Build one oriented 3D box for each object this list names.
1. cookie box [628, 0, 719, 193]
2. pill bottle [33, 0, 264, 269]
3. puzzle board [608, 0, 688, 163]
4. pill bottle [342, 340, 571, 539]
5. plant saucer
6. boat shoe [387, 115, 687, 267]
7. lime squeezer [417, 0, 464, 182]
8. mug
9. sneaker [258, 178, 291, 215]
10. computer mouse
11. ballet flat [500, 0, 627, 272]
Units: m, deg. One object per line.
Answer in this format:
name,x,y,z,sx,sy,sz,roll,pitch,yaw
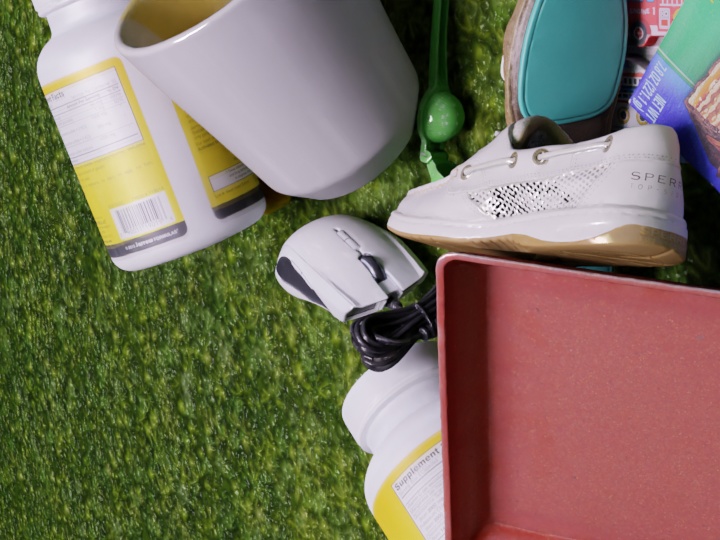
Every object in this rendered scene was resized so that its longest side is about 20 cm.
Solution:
cookie box,0.227,-0.072,0.582,0.200,0.075,0.172,50,137,27
pill bottle,-0.147,-0.111,0.975,0.112,0.112,0.201,-7,106,56
puzzle board,0.158,-0.129,0.732,0.199,0.017,0.152,14,111,54
pill bottle,0.072,0.142,0.856,0.200,0.111,0.112,55,140,31
plant saucer,0.138,0.082,0.713,0.199,0.037,0.201,9,123,20
boat shoe,0.085,-0.039,0.706,0.199,0.070,0.070,2,82,57
lime squeezer,0.061,-0.083,0.871,0.071,0.038,0.201,-40,66,53
mug,-0.038,-0.137,0.884,0.149,0.187,0.153,-22,124,29
sneaker,-0.067,-0.137,1.033,0.077,0.073,0.201,22,125,32
computer mouse,0.000,0.000,0.933,0.200,0.109,0.044,27,139,56
ballet flat,0.103,-0.079,0.774,0.072,0.067,0.202,-137,39,-67
